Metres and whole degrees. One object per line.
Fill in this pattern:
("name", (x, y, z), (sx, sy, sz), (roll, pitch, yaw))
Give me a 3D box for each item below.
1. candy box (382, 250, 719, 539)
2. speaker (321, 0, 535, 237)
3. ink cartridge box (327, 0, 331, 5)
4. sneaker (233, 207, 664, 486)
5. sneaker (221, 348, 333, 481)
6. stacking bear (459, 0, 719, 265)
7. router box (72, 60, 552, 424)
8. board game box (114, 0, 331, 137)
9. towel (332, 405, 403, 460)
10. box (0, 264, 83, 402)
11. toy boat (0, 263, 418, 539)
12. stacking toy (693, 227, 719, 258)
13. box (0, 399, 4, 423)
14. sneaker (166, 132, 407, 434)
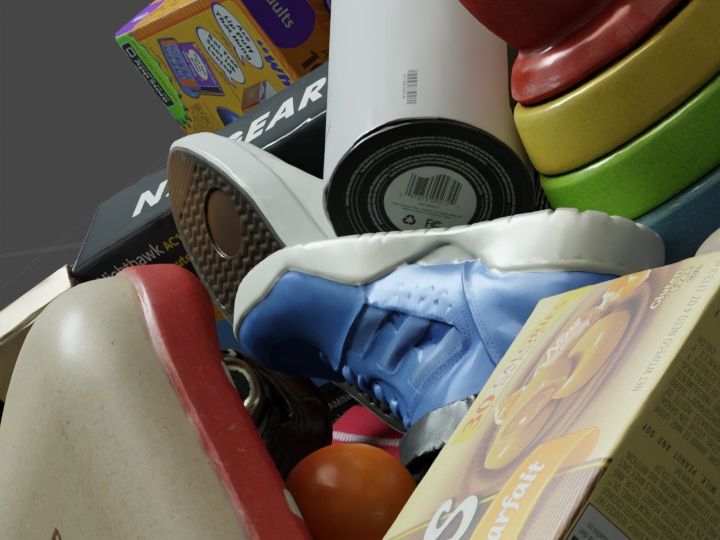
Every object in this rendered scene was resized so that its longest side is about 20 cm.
("candy box", (0.050, 0.090, 0.869), (0.200, 0.055, 0.115), (-56, 17, -24))
("speaker", (0.026, -0.091, 1.176), (0.081, 0.081, 0.200), (-32, 33, 25))
("ink cartridge box", (0.097, -0.137, 1.418), (0.198, 0.200, 0.047), (-41, 12, -18))
("sneaker", (0.023, 0.047, 1.074), (0.200, 0.077, 0.112), (-8, 68, 42))
("sneaker", (-0.049, 0.065, 1.157), (0.076, 0.070, 0.200), (-49, -8, 26))
("stacking bear", (0.106, -0.069, 1.082), (0.114, 0.200, 0.121), (-36, 10, 2))
("router box", (-0.007, -0.009, 1.324), (0.200, 0.149, 0.051), (-30, 28, 34))
("board game box", (0.033, -0.112, 1.524), (0.200, 0.200, 0.200), (-40, 11, -18))
("towel", (-0.036, 0.124, 1.210), (0.200, 0.023, 0.145), (-42, 13, -18))
("box", (-0.161, 0.094, 1.424), (0.200, 0.163, 0.021), (-34, 44, 18))
("toy boat", (-0.038, 0.089, 0.996), (0.130, 0.200, 0.131), (-9, -34, -31))
("stacking toy", (0.197, -0.026, 0.949), (0.200, 0.085, 0.085), (-37, 9, -28))
("box", (-0.182, 0.172, 1.152), (0.200, 0.117, 0.197), (-41, 14, 4))
("sneaker", (0.000, 0.000, 1.228), (0.085, 0.073, 0.200), (-21, 44, -34))
